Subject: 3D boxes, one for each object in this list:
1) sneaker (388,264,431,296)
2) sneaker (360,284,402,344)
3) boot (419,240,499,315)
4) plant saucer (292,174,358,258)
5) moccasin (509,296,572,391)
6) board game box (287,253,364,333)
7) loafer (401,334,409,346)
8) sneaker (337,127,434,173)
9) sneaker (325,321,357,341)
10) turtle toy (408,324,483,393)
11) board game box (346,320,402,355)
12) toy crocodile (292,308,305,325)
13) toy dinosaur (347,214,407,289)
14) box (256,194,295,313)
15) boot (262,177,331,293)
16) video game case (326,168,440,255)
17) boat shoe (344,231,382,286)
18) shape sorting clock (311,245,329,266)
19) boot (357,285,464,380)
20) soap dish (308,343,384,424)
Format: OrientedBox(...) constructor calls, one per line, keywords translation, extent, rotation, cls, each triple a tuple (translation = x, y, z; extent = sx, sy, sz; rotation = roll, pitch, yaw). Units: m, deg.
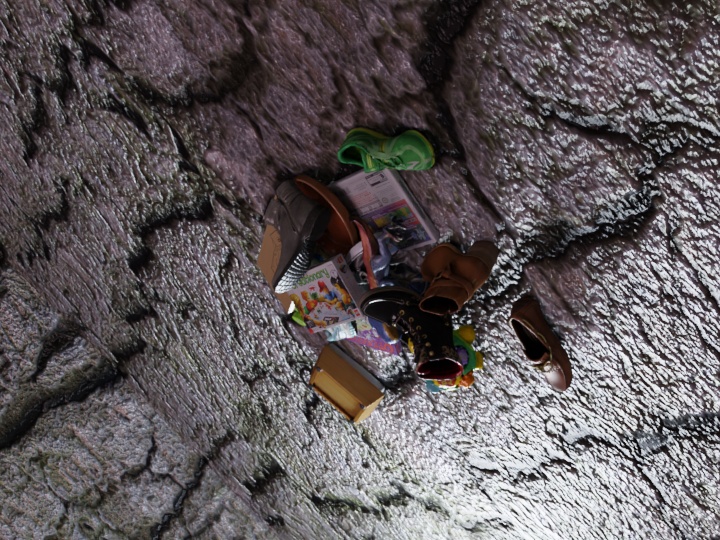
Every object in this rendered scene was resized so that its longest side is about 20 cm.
OrientedBox(translation=(0.119, 0.048, 1.537), extent=(0.197, 0.077, 0.086), rotation=(25, 154, 37), cls="sneaker")
OrientedBox(translation=(0.016, 0.080, 1.598), extent=(0.088, 0.074, 0.203), rotation=(-43, 61, 24), cls="sneaker")
OrientedBox(translation=(0.151, 0.025, 1.385), extent=(0.197, 0.156, 0.077), rotation=(-7, 126, 49), cls="boot")
OrientedBox(translation=(-0.073, -0.110, 1.552), extent=(0.199, 0.032, 0.202), rotation=(41, 156, 22), cls="plant saucer")
OrientedBox(translation=(0.333, 0.148, 1.405), extent=(0.072, 0.078, 0.204), rotation=(0, 128, 45), cls="moccasin")
OrientedBox(translation=(-0.071, 0.051, 1.544), extent=(0.198, 0.034, 0.128), rotation=(-22, 100, 52), cls="board game box")
OrientedBox(translation=(0.070, 0.101, 1.634), extent=(0.197, 0.070, 0.076), rotation=(32, 146, 15), cls="loafer")
OrientedBox(translation=(0.043, -0.196, 1.316), extent=(0.196, 0.084, 0.075), rotation=(11, 136, 38), cls="sneaker")
OrientedBox(translation=(-0.075, 0.086, 1.669), extent=(0.084, 0.078, 0.202), rotation=(-22, 126, 7), cls="sneaker")
OrientedBox(translation=(0.168, 0.173, 1.537), extent=(0.142, 0.102, 0.203), rotation=(-12, 126, 15), cls="turtle toy")
OrientedBox(translation=(0.001, 0.125, 1.774), extent=(0.196, 0.032, 0.122), rotation=(13, 141, 37), cls="board game box")
OrientedBox(translation=(-0.117, 0.083, 1.755), extent=(0.061, 0.068, 0.201), rotation=(29, 160, 7), cls="toy crocodile")
OrientedBox(translation=(0.031, -0.014, 1.445), extent=(0.196, 0.106, 0.184), rotation=(21, 121, -13), cls="toy dinosaur")
OrientedBox(translation=(-0.167, -0.036, 1.667), extent=(0.165, 0.021, 0.203), rotation=(53, 140, 31), cls="box")
OrientedBox(translation=(-0.148, -0.070, 1.510), extent=(0.130, 0.203, 0.067), rotation=(34, -169, 28), cls="boot")
OrientedBox(translation=(0.039, -0.113, 1.471), extent=(0.198, 0.023, 0.184), rotation=(-15, 116, 51), cls="video game case")
OrientedBox(translation=(-0.002, 0.001, 1.515), extent=(0.199, 0.073, 0.069), rotation=(-45, 69, 40), cls="boat shoe")
OrientedBox(translation=(-0.115, -0.013, 1.726), extent=(0.197, 0.039, 0.202), rotation=(31, 149, 20), cls="shape sorting clock")
OrientedBox(translation=(0.096, 0.113, 1.370), extent=(0.196, 0.153, 0.074), rotation=(17, 129, -28), cls="boot")
OrientedBox(translation=(-0.042, 0.297, 1.962), extent=(0.199, 0.081, 0.158), rotation=(39, 147, 7), cls="soap dish")
